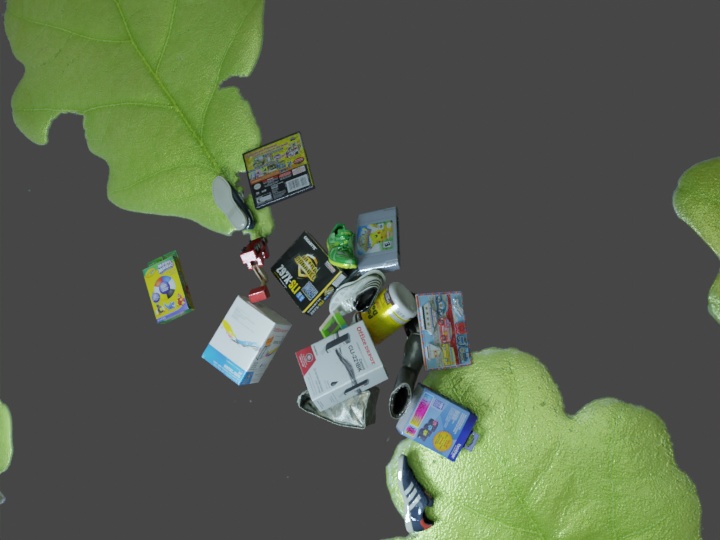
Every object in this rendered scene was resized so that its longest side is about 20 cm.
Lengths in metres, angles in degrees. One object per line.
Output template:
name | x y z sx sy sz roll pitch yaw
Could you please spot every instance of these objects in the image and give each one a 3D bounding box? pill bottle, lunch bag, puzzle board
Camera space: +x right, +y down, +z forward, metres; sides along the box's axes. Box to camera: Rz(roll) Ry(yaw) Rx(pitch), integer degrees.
pill bottle | 0.054 0.129 1.620 0.199 0.109 0.110 -40 75 25
lunch bag | -0.059 0.351 1.603 0.196 0.164 0.120 7 82 13
puzzle board | 0.225 0.159 1.593 0.148 0.017 0.205 -2 80 -26

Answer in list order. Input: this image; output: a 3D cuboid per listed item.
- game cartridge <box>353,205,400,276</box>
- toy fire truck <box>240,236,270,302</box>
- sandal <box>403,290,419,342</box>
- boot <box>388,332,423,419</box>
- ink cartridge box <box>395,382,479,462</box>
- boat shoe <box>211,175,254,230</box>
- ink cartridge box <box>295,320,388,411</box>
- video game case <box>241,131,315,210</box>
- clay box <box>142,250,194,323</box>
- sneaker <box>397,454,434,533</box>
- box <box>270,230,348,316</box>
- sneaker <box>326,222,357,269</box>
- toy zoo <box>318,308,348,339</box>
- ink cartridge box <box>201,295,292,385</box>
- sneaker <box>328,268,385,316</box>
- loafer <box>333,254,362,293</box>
game cartridge | 0.045 -0.083 1.663 0.131 0.041 0.204 -13 57 20
toy fire truck | -0.293 -0.006 1.710 0.048 0.200 0.144 -16 107 8
sandal | 0.150 0.155 1.641 0.073 0.045 0.205 -8 81 13
boot | 0.121 0.266 1.540 0.071 0.200 0.186 11 97 15
ink cartridge box | 0.212 0.402 1.557 0.197 0.076 0.138 29 90 -10
boat shoe | -0.383 -0.204 1.805 0.075 0.061 0.201 -48 66 20
ink cartridge box | -0.046 0.241 1.510 0.197 0.084 0.146 -25 56 -3
video game case | -0.250 -0.303 1.807 0.196 0.025 0.184 -18 79 11
clay box | -0.595 0.047 1.831 0.113 0.048 0.203 -23 79 9
sneaker | 0.150 0.585 1.573 0.083 0.075 0.205 -11 90 13
box | -0.150 0.007 1.700 0.160 0.049 0.200 -47 55 6
sneaker | -0.053 -0.070 1.648 0.073 0.201 0.085 7 118 -20
toy zoo | -0.040 0.219 1.641 0.020 0.131 0.202 -24 76 -31
ink cartridge box | -0.319 0.198 1.694 0.143 0.147 0.202 32 91 15
sneaker | -0.024 0.080 1.598 0.199 0.116 0.076 -37 102 28
loafer | 0.000 0.000 1.700 0.199 0.063 0.072 -38 45 2
